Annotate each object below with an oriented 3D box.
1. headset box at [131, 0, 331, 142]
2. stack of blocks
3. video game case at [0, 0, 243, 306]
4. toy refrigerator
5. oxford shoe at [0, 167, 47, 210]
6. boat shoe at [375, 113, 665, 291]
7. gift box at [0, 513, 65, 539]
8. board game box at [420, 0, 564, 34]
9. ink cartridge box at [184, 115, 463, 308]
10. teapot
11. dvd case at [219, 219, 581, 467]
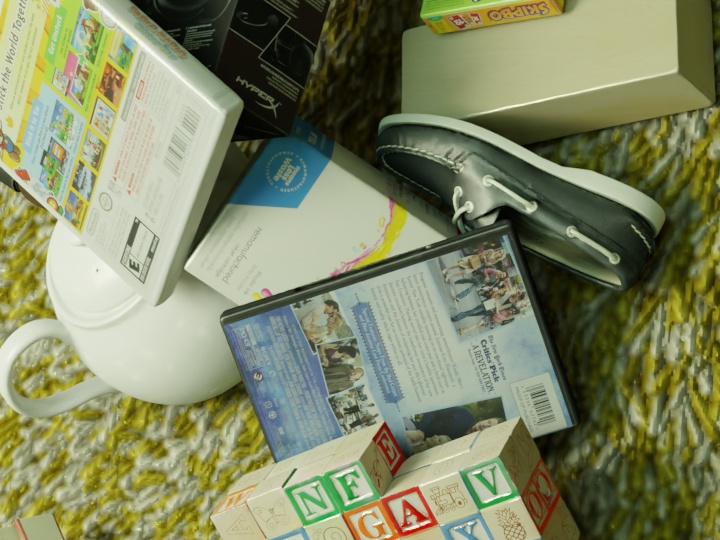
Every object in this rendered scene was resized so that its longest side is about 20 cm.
[{"bbox_3d":[-0.092,-0.186,1.269,0.149,0.077,0.201,-3,64,45],"label":"headset box"},{"bbox_3d":[0.021,0.159,1.221,0.200,0.059,0.115,-23,102,26],"label":"stack of blocks"},{"bbox_3d":[-0.167,-0.095,1.238,0.182,0.023,0.200,41,141,13],"label":"video game case"},{"bbox_3d":[0.129,-0.133,1.285,0.200,0.070,0.076,-11,69,30],"label":"toy refrigerator"},{"bbox_3d":[-0.193,-0.131,1.494,0.084,0.073,0.200,35,103,15],"label":"oxford shoe"},{"bbox_3d":[0.094,-0.045,1.259,0.200,0.076,0.060,19,70,19],"label":"boat shoe"},{"bbox_3d":[-0.289,0.295,1.409,0.200,0.186,0.185,-44,62,40],"label":"gift box"},{"bbox_3d":[0.104,-0.250,1.309,0.095,0.030,0.200,-5,59,31],"label":"board game box"},{"bbox_3d":[0.000,0.000,1.281,0.200,0.067,0.116,33,103,-6],"label":"ink cartridge box"},{"bbox_3d":[-0.154,-0.003,1.377,0.197,0.146,0.201,-13,66,35],"label":"teapot"},{"bbox_3d":[0.026,0.062,1.251,0.199,0.018,0.143,-18,105,10],"label":"dvd case"}]
